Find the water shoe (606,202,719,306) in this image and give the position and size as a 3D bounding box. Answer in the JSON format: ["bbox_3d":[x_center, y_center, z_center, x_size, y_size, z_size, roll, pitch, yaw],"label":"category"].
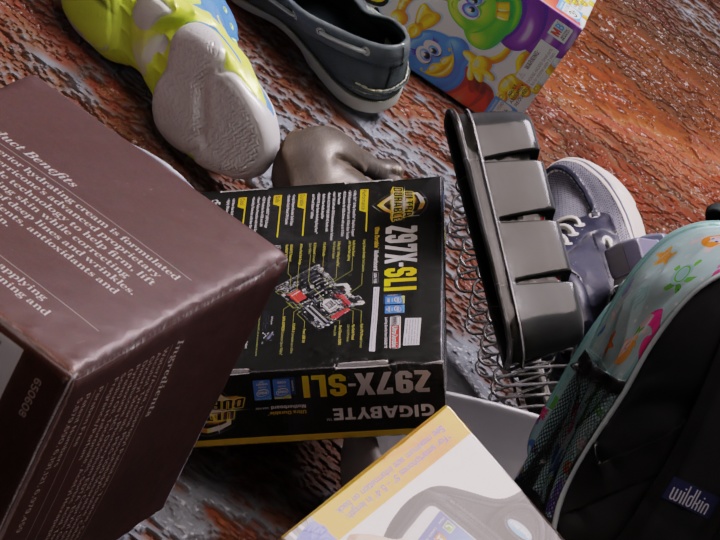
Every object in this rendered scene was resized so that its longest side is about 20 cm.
[{"bbox_3d":[0.166,0.038,1.592,0.079,0.200,0.072,38,20,-23],"label":"water shoe"}]

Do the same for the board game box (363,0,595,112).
[{"bbox_3d":[0.058,-0.207,1.939,0.199,0.105,0.103,33,30,-2],"label":"board game box"}]

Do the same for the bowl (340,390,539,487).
[{"bbox_3d":[0.080,0.161,1.453,0.199,0.075,0.201,16,35,-31],"label":"bowl"}]

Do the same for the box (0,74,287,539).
[{"bbox_3d":[-0.171,0.037,1.262,0.165,0.165,0.200,35,27,15],"label":"box"}]

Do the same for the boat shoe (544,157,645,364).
[{"bbox_3d":[0.135,-0.009,1.757,0.092,0.075,0.201,22,32,-37],"label":"boat shoe"}]

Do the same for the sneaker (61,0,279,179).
[{"bbox_3d":[-0.095,-0.135,1.703,0.105,0.076,0.200,-7,49,-52],"label":"sneaker"}]

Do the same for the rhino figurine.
[{"bbox_3d":[0.000,0.000,1.613,0.087,0.060,0.201,19,46,-52],"label":"rhino figurine"}]

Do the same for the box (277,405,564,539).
[{"bbox_3d":[0.061,0.176,1.312,0.119,0.042,0.200,-37,78,-30],"label":"box"}]

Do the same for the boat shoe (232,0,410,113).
[{"bbox_3d":[-0.037,-0.195,1.847,0.073,0.062,0.200,-31,70,-33],"label":"boat shoe"}]

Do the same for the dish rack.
[{"bbox_3d":[0.084,0.012,1.556,0.054,0.200,0.154,-9,66,-6],"label":"dish rack"}]

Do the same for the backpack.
[{"bbox_3d":[0.189,0.078,1.410,0.177,0.201,0.151,23,15,-17],"label":"backpack"}]

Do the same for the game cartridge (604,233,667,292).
[{"bbox_3d":[0.224,0.043,1.730,0.200,0.038,0.131,5,70,-60],"label":"game cartridge"}]

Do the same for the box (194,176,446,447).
[{"bbox_3d":[-0.032,0.019,1.481,0.158,0.050,0.200,-3,31,2],"label":"box"}]
